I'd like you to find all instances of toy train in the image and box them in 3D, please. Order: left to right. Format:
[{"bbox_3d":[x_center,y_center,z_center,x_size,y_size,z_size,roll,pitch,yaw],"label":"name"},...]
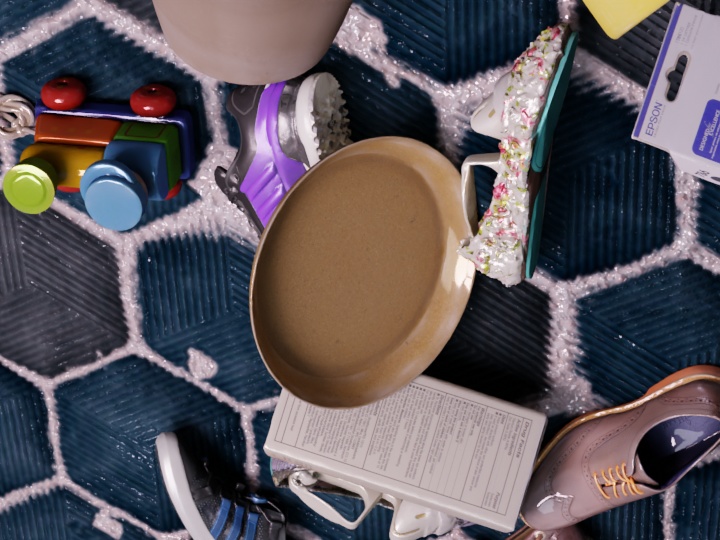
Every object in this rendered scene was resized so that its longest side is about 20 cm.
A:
[{"bbox_3d":[-0.229,-0.081,1.166,0.197,0.116,0.086,6,121,10],"label":"toy train"}]

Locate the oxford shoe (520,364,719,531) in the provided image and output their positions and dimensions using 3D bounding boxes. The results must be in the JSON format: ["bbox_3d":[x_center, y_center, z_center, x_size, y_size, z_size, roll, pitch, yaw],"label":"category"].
[{"bbox_3d":[0.194,0.143,1.210,0.199,0.073,0.071,-39,98,23],"label":"oxford shoe"}]

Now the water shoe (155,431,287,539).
[{"bbox_3d":[-0.103,0.207,1.346,0.078,0.072,0.201,-28,111,-3],"label":"water shoe"}]

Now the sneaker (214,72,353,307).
[{"bbox_3d":[-0.055,-0.051,1.176,0.098,0.070,0.202,4,118,21],"label":"sneaker"}]

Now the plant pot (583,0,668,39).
[{"bbox_3d":[0.174,-0.268,0.924,0.200,0.201,0.190,-34,92,28],"label":"plant pot"}]

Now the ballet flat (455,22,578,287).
[{"bbox_3d":[0.103,-0.079,1.114,0.063,0.076,0.202,15,120,13],"label":"ballet flat"}]

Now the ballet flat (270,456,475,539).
[{"bbox_3d":[0.019,0.181,1.285,0.198,0.072,0.073,18,123,4],"label":"ballet flat"}]

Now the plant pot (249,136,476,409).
[{"bbox_3d":[0.000,0.000,1.143,0.027,0.199,0.202,27,137,50],"label":"plant pot"}]

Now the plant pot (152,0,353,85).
[{"bbox_3d":[-0.066,-0.219,1.018,0.198,0.201,0.175,15,138,5],"label":"plant pot"}]

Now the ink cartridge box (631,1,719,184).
[{"bbox_3d":[0.280,-0.094,1.051,0.198,0.039,0.100,21,84,0],"label":"ink cartridge box"}]

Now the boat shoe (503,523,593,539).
[{"bbox_3d":[0.097,0.251,1.314,0.199,0.072,0.072,-32,100,24],"label":"boat shoe"}]

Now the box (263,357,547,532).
[{"bbox_3d":[0.034,0.126,1.224,0.198,0.078,0.096,19,80,3],"label":"box"}]
